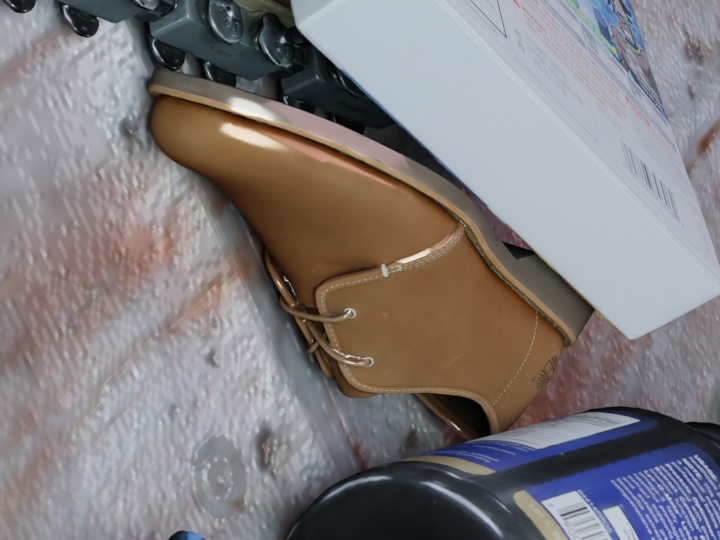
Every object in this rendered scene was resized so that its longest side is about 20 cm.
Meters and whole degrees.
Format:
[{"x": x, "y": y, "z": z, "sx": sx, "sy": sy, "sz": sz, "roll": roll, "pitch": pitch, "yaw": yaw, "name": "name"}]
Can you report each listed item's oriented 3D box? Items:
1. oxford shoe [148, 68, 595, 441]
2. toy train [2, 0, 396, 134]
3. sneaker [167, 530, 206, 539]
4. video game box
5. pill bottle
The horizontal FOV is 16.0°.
[{"x": 0.000, "y": 0.000, "z": 0.818, "sx": 0.200, "sy": 0.071, "sz": 0.071, "roll": 36, "pitch": 79, "yaw": -40, "name": "oxford shoe"}, {"x": -0.047, "y": -0.084, "z": 0.793, "sx": 0.200, "sy": 0.034, "sz": 0.046, "roll": 18, "pitch": 58, "yaw": -52, "name": "toy train"}, {"x": -0.096, "y": 0.128, "z": 0.673, "sx": 0.200, "sy": 0.066, "sz": 0.078, "roll": -25, "pitch": 68, "yaw": -43, "name": "sneaker"}, {"x": 0.037, "y": -0.098, "z": 0.848, "sx": 0.200, "sy": 0.047, "sz": 0.182, "roll": 41, "pitch": 29, "yaw": -42, "name": "video game box"}, {"x": 0.069, "y": 0.105, "z": 0.848, "sx": 0.200, "sy": 0.112, "sz": 0.112, "roll": -8, "pitch": 90, "yaw": -54, "name": "pill bottle"}]
